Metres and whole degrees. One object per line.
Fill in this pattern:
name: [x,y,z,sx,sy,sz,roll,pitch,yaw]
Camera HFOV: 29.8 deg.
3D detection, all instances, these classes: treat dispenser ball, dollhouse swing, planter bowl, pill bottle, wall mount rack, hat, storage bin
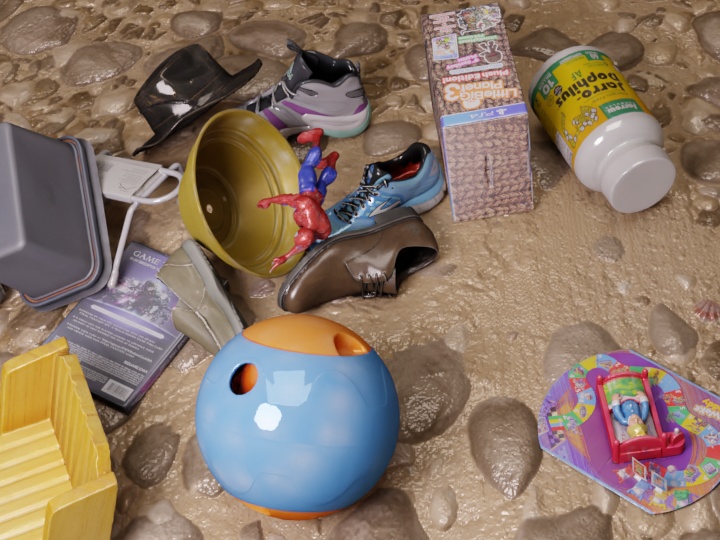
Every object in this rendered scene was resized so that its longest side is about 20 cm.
treat dispenser ball: [-0.061,0.143,1.328,0.200,0.201,0.201,-4,50,5]
dollhouse swing: [-0.361,0.201,1.358,0.175,0.182,0.200,-7,47,-24]
planter bowl: [-0.151,-0.081,1.572,0.083,0.200,0.201,-15,42,37]
pill bottle: [0.286,-0.164,1.590,0.113,0.113,0.200,-19,50,-7]
wall mount rack: [-0.302,-0.070,1.620,0.200,0.075,0.174,12,46,30]
hat: [-0.222,-0.228,1.687,0.200,0.081,0.201,-34,11,7]
storage bin: [-0.392,-0.068,1.552,0.145,0.134,0.200,-20,68,21]

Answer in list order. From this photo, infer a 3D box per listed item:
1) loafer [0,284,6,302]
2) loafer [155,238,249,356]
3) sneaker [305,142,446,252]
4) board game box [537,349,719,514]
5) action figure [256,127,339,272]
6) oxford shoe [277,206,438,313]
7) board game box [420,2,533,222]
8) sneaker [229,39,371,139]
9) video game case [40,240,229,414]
loafer: [-0.473,-0.028,1.627,0.063,0.072,0.200,-32,50,-25]
loafer: [-0.168,0.057,1.503,0.070,0.075,0.200,-31,58,-1]
sneaker: [0.008,-0.088,1.585,0.200,0.090,0.078,-36,54,-17]
board game box: [0.282,0.148,1.374,0.200,0.039,0.158,30,60,29]
action figure: [-0.077,-0.077,1.550,0.099,0.065,0.200,-27,29,18]
oxford shoe: [0.000,0.000,1.525,0.200,0.073,0.084,-29,54,-15]
board game box: [0.138,-0.188,1.604,0.097,0.160,0.200,-9,49,2]
sneaker: [-0.091,-0.228,1.685,0.200,0.140,0.078,-9,50,1]
video game case: [-0.264,0.060,1.550,0.143,0.019,0.200,21,55,24]
